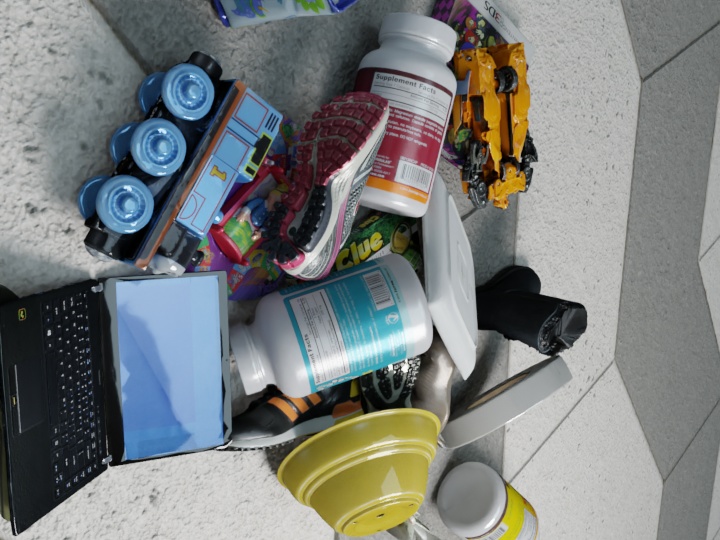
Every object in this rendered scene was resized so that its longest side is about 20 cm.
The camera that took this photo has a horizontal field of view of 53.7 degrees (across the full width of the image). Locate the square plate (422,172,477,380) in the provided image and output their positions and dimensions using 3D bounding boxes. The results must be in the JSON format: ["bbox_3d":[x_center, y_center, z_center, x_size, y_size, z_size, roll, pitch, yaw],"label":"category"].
[{"bbox_3d":[0.112,0.002,0.864,0.199,0.028,0.202,57,29,-52],"label":"square plate"}]

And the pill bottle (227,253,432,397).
[{"bbox_3d":[-0.034,0.062,0.735,0.198,0.111,0.112,-18,116,-11],"label":"pill bottle"}]

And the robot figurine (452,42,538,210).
[{"bbox_3d":[0.167,-0.177,0.892,0.144,0.058,0.202,-20,113,-38],"label":"robot figurine"}]

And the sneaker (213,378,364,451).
[{"bbox_3d":[-0.084,0.141,0.783,0.199,0.070,0.091,-4,81,-40],"label":"sneaker"}]

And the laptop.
[{"bbox_3d":[-0.196,0.099,0.606,0.200,0.102,0.180,-32,122,-76],"label":"laptop"}]

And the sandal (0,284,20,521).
[{"bbox_3d":[-0.287,0.104,0.567,0.080,0.057,0.203,-63,151,-67],"label":"sandal"}]

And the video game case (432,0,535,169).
[{"bbox_3d":[0.141,-0.243,0.917,0.181,0.036,0.202,26,82,-44],"label":"video game case"}]

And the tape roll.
[{"bbox_3d":[0.198,0.181,0.984,0.202,0.203,0.037,-22,77,-40],"label":"tape roll"}]

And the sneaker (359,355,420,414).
[{"bbox_3d":[0.022,0.132,0.865,0.076,0.089,0.202,-11,119,-18],"label":"sneaker"}]

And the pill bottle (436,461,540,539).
[{"bbox_3d":[0.205,0.380,1.093,0.200,0.109,0.110,47,68,-41],"label":"pill bottle"}]

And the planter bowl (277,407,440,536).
[{"bbox_3d":[0.012,0.242,0.803,0.198,0.084,0.201,-14,144,-10],"label":"planter bowl"}]

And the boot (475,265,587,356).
[{"bbox_3d":[0.250,0.056,1.010,0.199,0.167,0.077,-17,112,-42],"label":"boot"}]

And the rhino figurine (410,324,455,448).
[{"bbox_3d":[0.084,0.161,0.929,0.059,0.087,0.203,-4,103,-43],"label":"rhino figurine"}]

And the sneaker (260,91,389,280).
[{"bbox_3d":[-0.029,-0.087,0.709,0.201,0.080,0.075,-63,147,-8],"label":"sneaker"}]

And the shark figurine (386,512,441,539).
[{"bbox_3d":[0.040,0.342,0.961,0.089,0.128,0.215,-34,146,-4],"label":"shark figurine"}]

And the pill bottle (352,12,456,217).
[{"bbox_3d":[0.041,-0.168,0.783,0.112,0.112,0.202,14,91,-46],"label":"pill bottle"}]

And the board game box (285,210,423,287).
[{"bbox_3d":[0.000,0.000,0.845,0.199,0.023,0.106,-37,127,-32],"label":"board game box"}]

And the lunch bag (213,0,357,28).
[{"bbox_3d":[-0.031,-0.309,0.632,0.200,0.169,0.128,-49,130,-27],"label":"lunch bag"}]

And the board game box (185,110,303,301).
[{"bbox_3d":[-0.103,-0.064,0.716,0.157,0.039,0.203,-3,102,-45],"label":"board game box"}]

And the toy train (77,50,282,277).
[{"bbox_3d":[-0.156,-0.087,0.616,0.114,0.086,0.202,33,77,-34],"label":"toy train"}]
